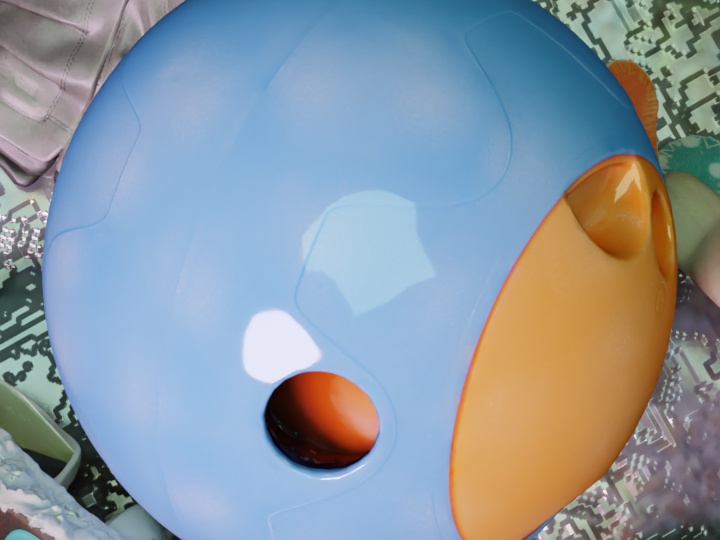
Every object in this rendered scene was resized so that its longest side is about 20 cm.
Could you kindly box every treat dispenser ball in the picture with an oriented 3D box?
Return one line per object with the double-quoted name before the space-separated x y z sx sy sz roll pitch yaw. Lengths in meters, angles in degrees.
"treat dispenser ball" 0.000 0.000 0.712 0.199 0.201 0.203 0 84 -3

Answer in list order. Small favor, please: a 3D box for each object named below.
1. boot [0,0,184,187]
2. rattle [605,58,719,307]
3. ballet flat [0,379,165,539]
"boot" -0.114 -0.108 0.799 0.200 0.068 0.131 40 89 2
"rattle" 0.116 0.040 0.764 0.200 0.130 0.143 41 114 30
"ballet flat" -0.103 0.081 0.722 0.200 0.072 0.072 41 83 19
